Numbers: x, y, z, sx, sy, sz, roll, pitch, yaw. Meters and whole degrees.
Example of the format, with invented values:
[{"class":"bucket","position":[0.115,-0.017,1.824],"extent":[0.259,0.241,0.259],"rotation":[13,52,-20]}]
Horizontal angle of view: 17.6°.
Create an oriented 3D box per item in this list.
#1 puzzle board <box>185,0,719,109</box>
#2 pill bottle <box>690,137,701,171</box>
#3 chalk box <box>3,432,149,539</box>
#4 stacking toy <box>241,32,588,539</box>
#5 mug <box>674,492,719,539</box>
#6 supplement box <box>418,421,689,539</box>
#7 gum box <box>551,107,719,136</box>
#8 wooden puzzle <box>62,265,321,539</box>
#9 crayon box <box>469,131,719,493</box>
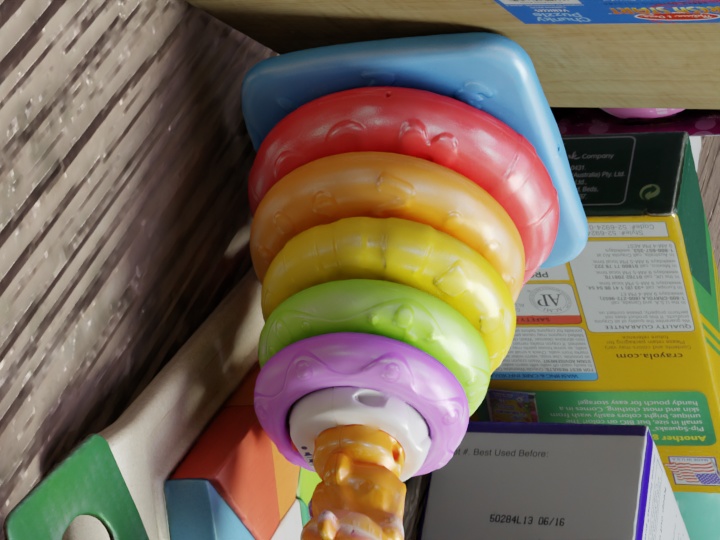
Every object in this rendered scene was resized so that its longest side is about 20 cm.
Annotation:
[{"class":"puzzle board","position":[0.054,-0.082,0.780],"extent":[0.150,0.199,0.018],"rotation":[24,72,-59]},{"class":"pill bottle","position":[0.140,-0.134,1.193],"extent":[0.111,0.110,0.201],"rotation":[60,35,-55]},{"class":"chalk box","position":[-0.054,0.147,0.614],"extent":[0.125,0.123,0.202],"rotation":[-46,132,-64]},{"class":"stacking toy","position":[0.006,0.029,0.756],"extent":[0.116,0.109,0.201],"rotation":[64,27,-46]},{"class":"mug","position":[0.162,0.091,1.247],"extent":[0.185,0.113,0.153],"rotation":[-45,132,-64]},{"class":"supplement box","position":[0.100,0.162,1.090],"extent":[0.200,0.100,0.104],"rotation":[61,35,-54]},{"class":"gum box","position":[0.126,-0.117,1.016],"extent":[0.114,0.198,0.066],"rotation":[-72,153,-45]},{"class":"wooden puzzle","position":[-0.037,0.109,0.795],"extent":[0.200,0.037,0.187],"rotation":[-45,132,-64]},{"class":"crayon box","position":[0.099,0.023,1.053],"extent":[0.201,0.125,0.052],"rotation":[69,28,-46]}]
